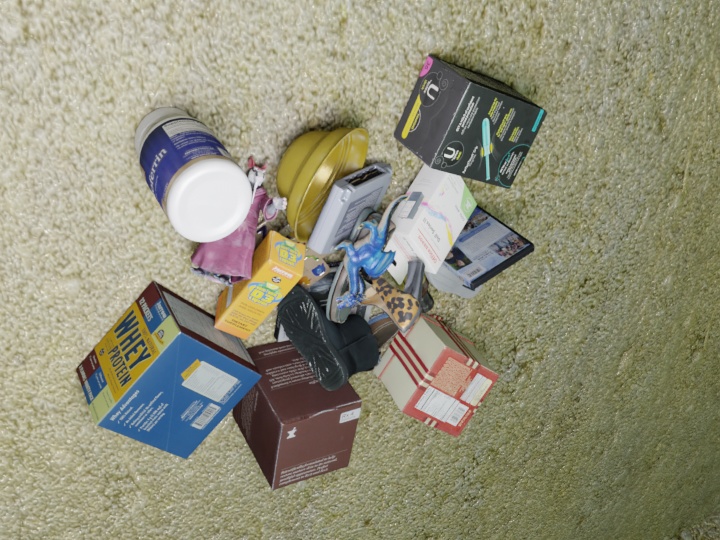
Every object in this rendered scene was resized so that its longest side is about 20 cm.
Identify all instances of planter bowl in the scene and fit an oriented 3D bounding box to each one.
[{"bbox_3d":[-0.074,-0.152,1.238,0.202,0.083,0.201,-53,166,-18],"label":"planter bowl"}]

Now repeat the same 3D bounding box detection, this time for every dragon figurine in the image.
[{"bbox_3d":[0.023,-0.026,1.270,0.199,0.100,0.059,-42,-179,5],"label":"dragon figurine"}]

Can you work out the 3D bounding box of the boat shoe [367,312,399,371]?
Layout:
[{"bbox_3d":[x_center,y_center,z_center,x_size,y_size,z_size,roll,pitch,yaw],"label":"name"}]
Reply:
[{"bbox_3d":[0.006,0.163,1.573,0.198,0.072,0.073,-36,137,-7],"label":"boat shoe"}]

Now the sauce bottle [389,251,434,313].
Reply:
[{"bbox_3d":[0.093,0.010,1.527,0.064,0.065,0.201,-36,138,-6],"label":"sauce bottle"}]

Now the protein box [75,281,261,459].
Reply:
[{"bbox_3d":[-0.310,0.167,1.298,0.199,0.135,0.199,-47,137,5],"label":"protein box"}]

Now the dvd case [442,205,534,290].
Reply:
[{"bbox_3d":[0.203,-0.051,1.456,0.141,0.200,0.018,-30,129,-14],"label":"dvd case"}]

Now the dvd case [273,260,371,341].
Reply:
[{"bbox_3d":[-0.059,0.051,1.474,0.196,0.025,0.153,-8,127,-30],"label":"dvd case"}]

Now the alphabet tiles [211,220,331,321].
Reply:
[{"bbox_3d":[-0.141,-0.012,1.351,0.199,0.008,0.168,-37,131,2],"label":"alphabet tiles"}]

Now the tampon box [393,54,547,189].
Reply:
[{"bbox_3d":[0.184,-0.248,1.345,0.197,0.126,0.152,8,117,-39],"label":"tampon box"}]

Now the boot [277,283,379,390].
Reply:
[{"bbox_3d":[-0.053,0.105,1.425,0.076,0.203,0.168,-32,176,25],"label":"boot"}]

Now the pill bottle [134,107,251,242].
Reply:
[{"bbox_3d":[-0.232,-0.136,1.074,0.114,0.200,0.118,-18,131,-22],"label":"pill bottle"}]

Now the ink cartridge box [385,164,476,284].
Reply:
[{"bbox_3d":[0.116,-0.079,1.414,0.202,0.067,0.117,-58,134,-17],"label":"ink cartridge box"}]

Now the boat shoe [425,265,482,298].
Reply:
[{"bbox_3d":[0.168,0.000,1.567,0.072,0.071,0.199,-48,143,7],"label":"boat shoe"}]

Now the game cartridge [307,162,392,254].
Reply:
[{"bbox_3d":[-0.017,-0.099,1.311,0.200,0.040,0.135,-35,150,-60],"label":"game cartridge"}]

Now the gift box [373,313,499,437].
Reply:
[{"bbox_3d":[0.155,0.214,1.636,0.199,0.187,0.186,34,99,-31],"label":"gift box"}]

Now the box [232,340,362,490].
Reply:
[{"bbox_3d":[-0.122,0.252,1.457,0.163,0.200,0.167,-9,128,-29],"label":"box"}]

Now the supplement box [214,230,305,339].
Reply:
[{"bbox_3d":[-0.163,0.027,1.277,0.066,0.070,0.200,23,132,-22],"label":"supplement box"}]

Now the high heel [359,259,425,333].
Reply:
[{"bbox_3d":[0.017,0.060,1.369,0.197,0.144,0.072,-16,131,28],"label":"high heel"}]

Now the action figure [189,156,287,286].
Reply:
[{"bbox_3d":[-0.179,-0.074,1.233,0.149,0.131,0.204,74,36,-80],"label":"action figure"}]

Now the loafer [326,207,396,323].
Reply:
[{"bbox_3d":[0.000,0.000,1.329,0.072,0.062,0.204,-9,120,-66],"label":"loafer"}]
